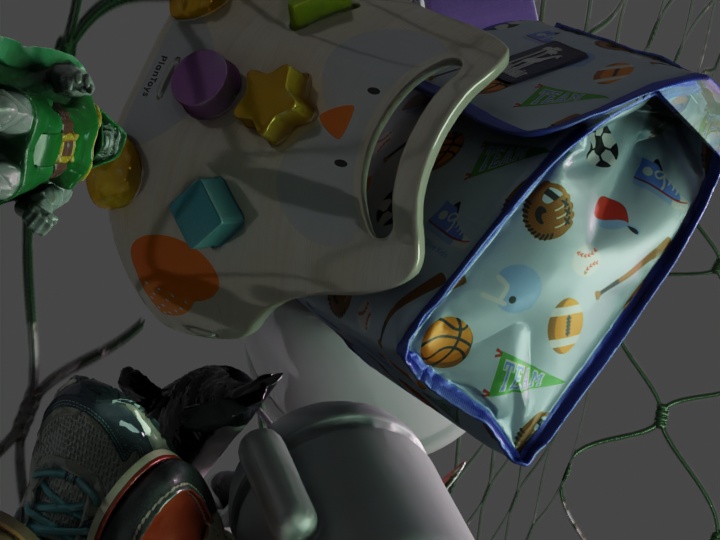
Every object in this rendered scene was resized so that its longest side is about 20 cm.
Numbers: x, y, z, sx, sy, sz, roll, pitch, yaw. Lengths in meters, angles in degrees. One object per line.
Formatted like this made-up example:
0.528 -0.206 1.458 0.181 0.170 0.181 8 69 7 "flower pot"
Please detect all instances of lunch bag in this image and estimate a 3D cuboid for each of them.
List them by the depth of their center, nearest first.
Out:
0.069 -0.034 1.044 0.200 0.170 0.124 -50 121 -4 "lunch bag"

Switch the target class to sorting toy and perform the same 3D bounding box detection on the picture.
-0.019 -0.065 1.015 0.107 0.179 0.201 38 70 -48 "sorting toy"

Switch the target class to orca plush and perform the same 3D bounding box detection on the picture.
-0.109 0.085 1.157 0.105 0.071 0.200 -55 -177 -13 "orca plush"

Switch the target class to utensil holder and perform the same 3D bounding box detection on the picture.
0.000 0.000 1.251 0.170 0.169 0.200 -63 162 -21 "utensil holder"

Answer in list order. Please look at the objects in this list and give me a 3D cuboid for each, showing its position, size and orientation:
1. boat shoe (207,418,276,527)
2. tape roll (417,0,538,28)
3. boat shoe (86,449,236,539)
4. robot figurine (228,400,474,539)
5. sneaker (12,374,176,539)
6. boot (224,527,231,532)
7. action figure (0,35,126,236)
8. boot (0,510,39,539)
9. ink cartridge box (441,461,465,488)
-0.076 0.159 1.398 0.200 0.065 0.074 -53 -178 27 "boat shoe"
0.080 -0.127 1.358 0.200 0.065 0.201 -13 90 -89 "tape roll"
-0.089 0.160 1.077 0.071 0.063 0.200 -40 151 -22 "boat shoe"
-0.002 0.145 1.094 0.113 0.200 0.170 -36 128 5 "robot figurine"
-0.149 0.146 1.092 0.086 0.077 0.201 -45 153 -50 "sneaker"
-0.096 0.185 1.264 0.200 0.095 0.074 11 78 -76 "boot"
-0.142 -0.054 0.881 0.200 0.054 0.119 -26 133 -75 "action figure"
-0.194 0.208 1.035 0.075 0.073 0.201 -32 144 -51 "boot"
-0.025 0.188 1.338 0.200 0.050 0.109 -46 178 -32 "ink cartridge box"
